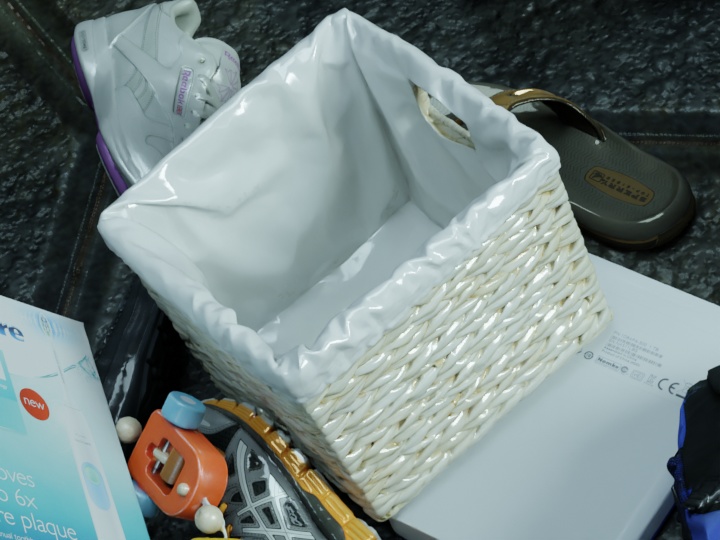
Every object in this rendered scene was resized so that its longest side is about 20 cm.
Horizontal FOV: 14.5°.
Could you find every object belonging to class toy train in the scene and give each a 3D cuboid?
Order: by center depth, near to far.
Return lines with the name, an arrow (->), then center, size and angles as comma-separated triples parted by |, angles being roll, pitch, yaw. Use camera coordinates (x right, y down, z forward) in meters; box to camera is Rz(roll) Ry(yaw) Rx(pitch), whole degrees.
toy train -> -0.100, 0.176, 1.524 | 0.150, 0.056, 0.200 | 34, 105, 47

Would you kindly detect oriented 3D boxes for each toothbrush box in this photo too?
toothbrush box -> -0.199, 0.110, 1.497 | 0.085, 0.146, 0.200 | -40, 51, 25

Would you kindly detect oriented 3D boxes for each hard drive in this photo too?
hard drive -> 0.125, 0.090, 1.573 | 0.132, 0.025, 0.200 | 23, 64, 28

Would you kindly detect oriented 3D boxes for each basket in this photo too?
basket -> 0.000, 0.000, 1.569 | 0.200, 0.161, 0.198 | -41, 46, -13

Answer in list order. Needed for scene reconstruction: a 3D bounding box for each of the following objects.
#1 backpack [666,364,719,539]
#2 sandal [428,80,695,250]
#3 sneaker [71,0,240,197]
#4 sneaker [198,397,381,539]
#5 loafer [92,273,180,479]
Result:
backpack -> 0.238, 0.126, 1.434 | 0.162, 0.168, 0.200 | -8, 21, 5
sandal -> 0.104, -0.071, 1.676 | 0.200, 0.055, 0.082 | 26, 65, 29
sneaker -> -0.116, -0.096, 1.740 | 0.100, 0.075, 0.200 | -21, 53, 1
sneaker -> -0.044, 0.145, 1.550 | 0.077, 0.078, 0.200 | -41, 55, -7
loafer -> -0.154, 0.085, 1.624 | 0.070, 0.068, 0.201 | 10, 62, 14
